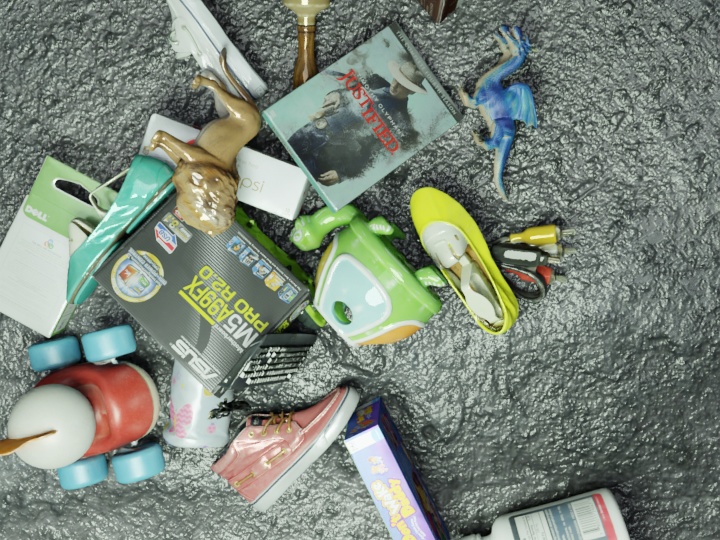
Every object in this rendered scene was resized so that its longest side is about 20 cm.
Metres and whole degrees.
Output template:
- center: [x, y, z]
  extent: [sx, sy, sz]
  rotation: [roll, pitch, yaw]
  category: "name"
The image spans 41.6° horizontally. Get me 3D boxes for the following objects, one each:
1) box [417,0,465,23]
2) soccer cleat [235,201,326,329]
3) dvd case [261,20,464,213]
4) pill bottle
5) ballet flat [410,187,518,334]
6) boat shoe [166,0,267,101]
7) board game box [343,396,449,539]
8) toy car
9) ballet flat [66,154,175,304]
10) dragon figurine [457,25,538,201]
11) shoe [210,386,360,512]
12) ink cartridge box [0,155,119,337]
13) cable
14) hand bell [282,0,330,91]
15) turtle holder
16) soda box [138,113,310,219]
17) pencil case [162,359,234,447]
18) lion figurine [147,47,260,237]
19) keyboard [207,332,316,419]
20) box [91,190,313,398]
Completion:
- center: [0.088, -0.411, 1.046]
  extent: [0.166, 0.164, 0.200]
  rotation: [-40, 93, 6]
  category: "box"
- center: [-0.122, 0.003, 1.160]
  extent: [0.081, 0.068, 0.200]
  rotation: [-42, 90, 21]
  category: "soccer cleat"
- center: [0.005, -0.182, 1.116]
  extent: [0.200, 0.022, 0.146]
  rotation: [-36, 93, -16]
  category: "dvd case"
- center: [0.222, 0.345, 1.148]
  extent: [0.199, 0.120, 0.120]
  rotation: [-16, 95, 5]
  category: "pill bottle"
- center: [0.121, -0.007, 1.112]
  extent: [0.067, 0.067, 0.200]
  rotation: [-28, 105, 31]
  category: "ballet flat"
- center: [-0.195, -0.275, 1.121]
  extent: [0.067, 0.074, 0.200]
  rotation: [-38, 94, 4]
  category: "boat shoe"
- center: [0.047, 0.264, 1.140]
  extent: [0.045, 0.134, 0.200]
  rotation: [-26, 94, 5]
  category: "board game box"
- center: [-0.353, 0.176, 1.099]
  extent: [0.176, 0.200, 0.185]
  rotation: [-12, 92, 27]
  category: "toy car"
- center: [-0.295, -0.054, 1.103]
  extent: [0.070, 0.067, 0.200]
  rotation: [40, 97, -3]
  category: "ballet flat"
- center: [0.177, -0.187, 1.120]
  extent: [0.099, 0.059, 0.200]
  rotation: [-18, 94, 5]
  category: "dragon figurine"
- center: [-0.095, 0.201, 1.171]
  extent: [0.091, 0.071, 0.200]
  rotation: [40, 101, -8]
  category: "shoe"
- center: [-0.374, -0.030, 1.165]
  extent: [0.104, 0.059, 0.200]
  rotation: [29, 97, -1]
  category: "ink cartridge box"
- center: [0.161, -0.020, 1.161]
  extent: [0.199, 0.050, 0.097]
  rotation: [11, 114, 14]
  category: "cable"
- center: [-0.063, -0.279, 1.122]
  extent: [0.104, 0.104, 0.201]
  rotation: [2, 110, 3]
  category: "hand bell"
- center: [0.003, 0.005, 1.107]
  extent: [0.132, 0.141, 0.186]
  rotation: [-44, 106, 6]
  category: "turtle holder"
- center: [-0.160, -0.125, 1.139]
  extent: [0.200, 0.068, 0.064]
  rotation: [20, 97, 0]
  category: "soda box"
- center: [-0.191, 0.117, 1.160]
  extent: [0.083, 0.091, 0.201]
  rotation: [4, 100, -28]
  category: "pencil case"
- center: [-0.159, -0.145, 1.066]
  extent: [0.122, 0.072, 0.200]
  rotation: [34, 71, -12]
  category: "lion figurine"
- center: [-0.114, 0.124, 1.101]
  extent: [0.021, 0.200, 0.127]
  rotation: [41, 97, 14]
  category: "keyboard"
- center: [-0.178, 0.020, 1.083]
  extent: [0.200, 0.044, 0.160]
  rotation: [43, 80, 11]
  category: "box"
